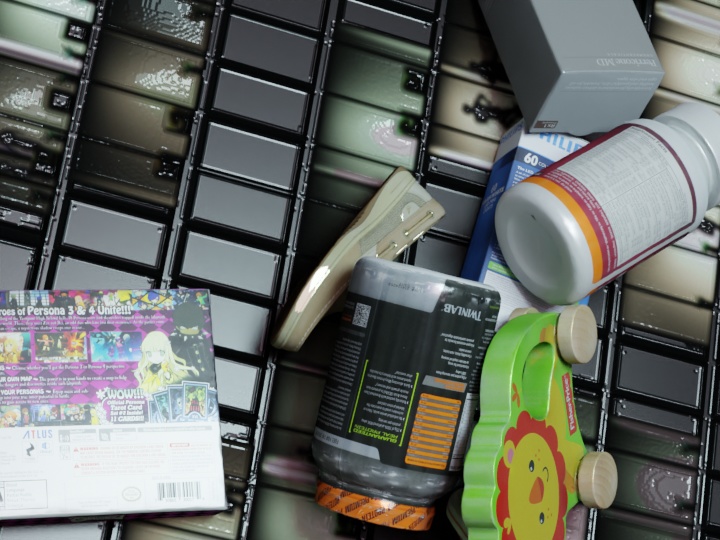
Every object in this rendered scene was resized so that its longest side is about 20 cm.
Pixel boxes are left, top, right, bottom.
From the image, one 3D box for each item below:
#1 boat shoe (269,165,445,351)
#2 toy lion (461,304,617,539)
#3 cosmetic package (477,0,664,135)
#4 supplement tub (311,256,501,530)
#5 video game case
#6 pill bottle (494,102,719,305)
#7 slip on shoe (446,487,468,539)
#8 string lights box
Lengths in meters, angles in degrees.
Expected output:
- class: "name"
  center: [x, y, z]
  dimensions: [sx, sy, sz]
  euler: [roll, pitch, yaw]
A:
- class: "boat shoe"
  center: [0.000, 0.000, 1.593]
  dimensions: [0.065, 0.072, 0.200]
  euler: [41, 59, -3]
- class: "toy lion"
  center: [0.131, 0.142, 1.516]
  dimensions: [0.192, 0.069, 0.201]
  euler: [-25, 109, -57]
- class: "cosmetic package"
  center: [0.176, -0.219, 1.684]
  dimensions: [0.107, 0.090, 0.200]
  euler: [-4, 53, -23]
- class: "supplement tub"
  center: [0.032, 0.097, 1.524]
  dimensions: [0.122, 0.123, 0.201]
  euler: [14, 91, -15]
- class: "video game case"
  center: [-0.209, 0.105, 1.501]
  dimensions: [0.199, 0.036, 0.182]
  euler: [-1, 74, -20]
- class: "pill bottle"
  center: [0.218, -0.060, 1.603]
  dimensions: [0.200, 0.110, 0.110]
  euler: [-29, 85, -27]
- class: "slip on shoe"
  center: [0.131, 0.264, 1.563]
  dimensions: [0.074, 0.061, 0.200]
  euler: [-19, 68, -51]
- class: "string lights box"
  center: [0.152, -0.022, 1.659]
  dimensions: [0.103, 0.059, 0.200]
  euler: [23, 67, -13]
